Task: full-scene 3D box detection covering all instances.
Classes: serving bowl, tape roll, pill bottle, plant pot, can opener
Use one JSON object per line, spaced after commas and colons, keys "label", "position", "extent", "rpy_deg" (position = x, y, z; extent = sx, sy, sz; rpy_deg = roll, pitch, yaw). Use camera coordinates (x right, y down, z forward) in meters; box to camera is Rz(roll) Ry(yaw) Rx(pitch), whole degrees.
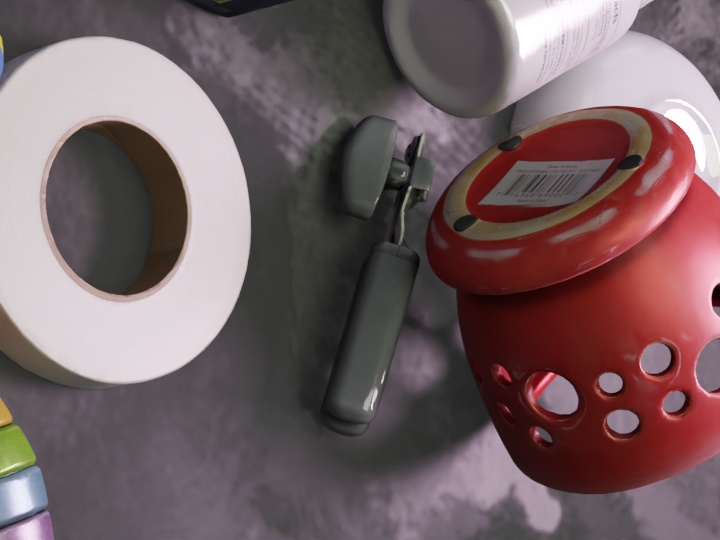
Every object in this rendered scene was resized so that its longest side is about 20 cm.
{"label": "serving bowl", "position": [0.193, -0.071, 1.857], "extent": [0.199, 0.066, 0.201], "rpy_deg": [9, 76, -40]}
{"label": "tape roll", "position": [-0.150, -0.033, 1.569], "extent": [0.202, 0.037, 0.204], "rpy_deg": [8, 78, -41]}
{"label": "pill bottle", "position": [0.117, -0.185, 1.776], "extent": [0.200, 0.114, 0.115], "rpy_deg": [-31, 104, -40]}
{"label": "plant pot", "position": [0.151, 0.008, 1.702], "extent": [0.200, 0.200, 0.183], "rpy_deg": [-46, 123, -36]}
{"label": "can opener", "position": [0.000, 0.000, 1.698], "extent": [0.067, 0.053, 0.201], "rpy_deg": [18, 69, -4]}

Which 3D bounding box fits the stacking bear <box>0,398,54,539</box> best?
{"label": "stacking bear", "position": [-0.232, 0.095, 1.434], "extent": [0.113, 0.121, 0.201], "rpy_deg": [-20, 89, -39]}

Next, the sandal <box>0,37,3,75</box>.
{"label": "sandal", "position": [-0.280, -0.102, 1.447], "extent": [0.199, 0.079, 0.088], "rpy_deg": [-4, 96, -36]}

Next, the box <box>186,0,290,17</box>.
{"label": "box", "position": [-0.034, -0.263, 1.627], "extent": [0.051, 0.157, 0.201], "rpy_deg": [19, 70, -37]}
